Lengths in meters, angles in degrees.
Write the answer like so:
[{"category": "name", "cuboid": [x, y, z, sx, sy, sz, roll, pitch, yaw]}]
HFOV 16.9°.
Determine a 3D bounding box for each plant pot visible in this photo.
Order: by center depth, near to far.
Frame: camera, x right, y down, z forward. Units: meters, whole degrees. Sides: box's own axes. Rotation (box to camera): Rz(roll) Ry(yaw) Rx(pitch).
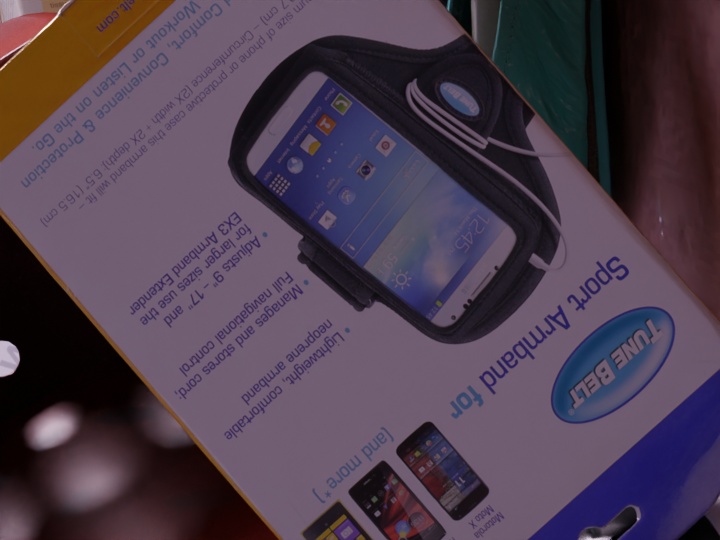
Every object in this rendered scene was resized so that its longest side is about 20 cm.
[{"category": "plant pot", "cuboid": [-0.137, 0.026, 0.833, 0.201, 0.199, 0.176, 59, 179, -23]}]

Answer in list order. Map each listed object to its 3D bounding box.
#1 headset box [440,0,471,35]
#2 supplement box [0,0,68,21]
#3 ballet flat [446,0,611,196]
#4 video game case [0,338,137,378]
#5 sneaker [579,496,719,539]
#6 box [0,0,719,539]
[{"category": "headset box", "cuboid": [0.001, -0.133, 0.743, 0.149, 0.074, 0.201, -115, 20, -49]}, {"category": "supplement box", "cuboid": [-0.083, -0.105, 1.010, 0.074, 0.125, 0.202, 109, 149, -67]}, {"category": "ballet flat", "cuboid": [0.034, -0.092, 0.642, 0.068, 0.070, 0.201, -110, 16, -56]}, {"category": "video game case", "cuboid": [-0.094, 0.109, 0.938, 0.199, 0.018, 0.144, 33, 100, 34]}, {"category": "sneaker", "cuboid": [0.042, 0.096, 0.657, 0.200, 0.111, 0.074, -145, 44, -73]}, {"category": "box", "cuboid": [0.002, 0.001, 0.613, 0.200, 0.119, 0.041, 49, -177, 1]}]
